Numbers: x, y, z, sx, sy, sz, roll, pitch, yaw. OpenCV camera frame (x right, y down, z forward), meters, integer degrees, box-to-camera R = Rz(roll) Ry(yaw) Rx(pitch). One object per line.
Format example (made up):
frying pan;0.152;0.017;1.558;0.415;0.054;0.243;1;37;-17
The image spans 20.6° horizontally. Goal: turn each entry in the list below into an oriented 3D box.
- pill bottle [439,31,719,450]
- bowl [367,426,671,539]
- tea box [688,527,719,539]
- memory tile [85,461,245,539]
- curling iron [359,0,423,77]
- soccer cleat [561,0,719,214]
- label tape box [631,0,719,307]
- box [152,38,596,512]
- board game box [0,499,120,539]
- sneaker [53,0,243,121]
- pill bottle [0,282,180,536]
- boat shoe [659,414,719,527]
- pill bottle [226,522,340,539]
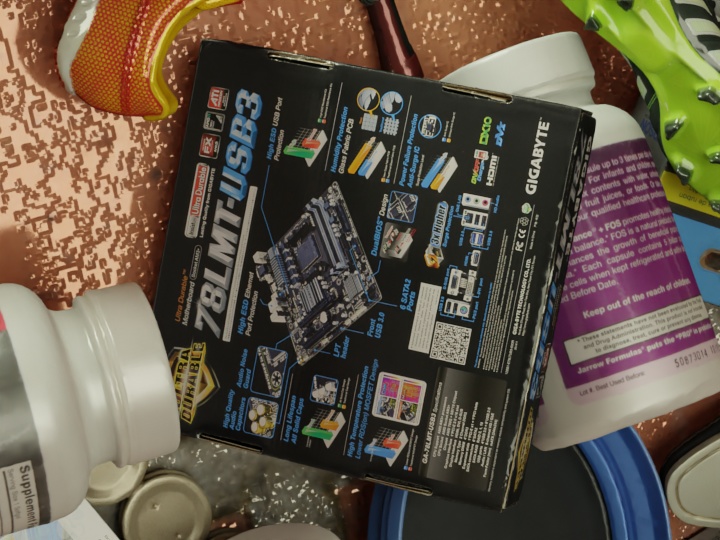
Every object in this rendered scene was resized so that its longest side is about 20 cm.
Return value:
pill bottle;0.109;-0.017;1.032;0.112;0.112;0.201;-18;87;-20
bowl;0.087;0.152;1.071;0.200;0.039;0.202;8;77;-36
tea box;0.325;0.193;1.129;0.196;0.200;0.134;-26;107;-19
memory tile;-0.120;0.181;1.031;0.153;0.017;0.200;-48;114;-10
curling iron;0.017;-0.095;1.039;0.050;0.025;0.201;-45;123;-52
soccer cleat;0.169;-0.113;1.021;0.200;0.067;0.081;51;45;-18
label tape box;0.230;-0.080;1.112;0.144;0.063;0.201;17;105;-25
box;0.000;0.000;0.978;0.197;0.050;0.201;11;93;16
board game box;-0.201;0.136;0.961;0.135;0.034;0.200;-41;103;-12
sneaker;-0.082;-0.169;0.956;0.077;0.073;0.201;20;101;0
pill bottle;-0.187;0.069;0.886;0.199;0.111;0.111;-15;104;-16
boat shoe;0.258;0.086;1.156;0.199;0.062;0.075;-26;123;-10
pill bottle;-0.026;0.234;1.007;0.112;0.112;0.201;-24;117;-19
